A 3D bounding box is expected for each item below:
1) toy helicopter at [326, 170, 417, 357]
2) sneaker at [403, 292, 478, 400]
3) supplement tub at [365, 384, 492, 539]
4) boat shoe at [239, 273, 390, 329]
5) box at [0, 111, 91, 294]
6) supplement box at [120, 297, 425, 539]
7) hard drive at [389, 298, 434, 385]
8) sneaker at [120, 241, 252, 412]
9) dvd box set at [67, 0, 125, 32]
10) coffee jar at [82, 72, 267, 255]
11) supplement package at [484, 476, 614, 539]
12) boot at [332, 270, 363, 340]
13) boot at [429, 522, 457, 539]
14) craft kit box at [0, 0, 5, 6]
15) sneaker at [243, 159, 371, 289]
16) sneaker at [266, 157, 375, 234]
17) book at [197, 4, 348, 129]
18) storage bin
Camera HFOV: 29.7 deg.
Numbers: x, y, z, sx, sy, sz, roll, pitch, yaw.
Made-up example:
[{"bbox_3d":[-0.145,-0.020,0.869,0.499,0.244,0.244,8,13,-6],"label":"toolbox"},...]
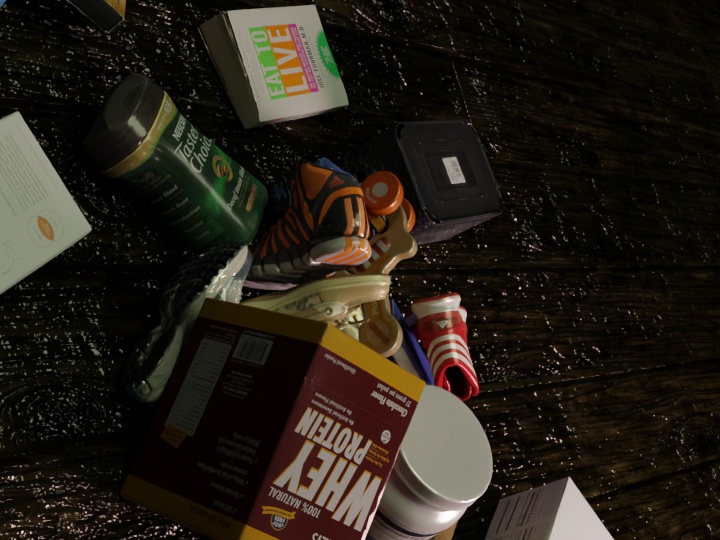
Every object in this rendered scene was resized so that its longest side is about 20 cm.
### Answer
[{"bbox_3d":[0.000,0.000,1.461,0.079,0.130,0.203,57,21,-63],"label":"toy helicopter"},{"bbox_3d":[0.095,0.099,1.578,0.200,0.077,0.117,48,32,-76],"label":"sneaker"},{"bbox_3d":[0.024,0.215,1.364,0.139,0.200,0.142,24,46,-27],"label":"supplement tub"},{"bbox_3d":[-0.060,0.049,1.401,0.073,0.197,0.064,47,28,-84],"label":"boat shoe"},{"bbox_3d":[-0.341,-0.030,1.135,0.125,0.097,0.200,59,34,-9],"label":"box"},{"bbox_3d":[-0.080,0.153,1.225,0.132,0.196,0.202,32,75,-38],"label":"supplement box"},{"bbox_3d":[0.077,0.136,1.602,0.202,0.025,0.132,60,5,-7],"label":"hard drive"},{"bbox_3d":[-0.159,0.060,1.339,0.087,0.077,0.201,51,55,-32],"label":"sneaker"},{"bbox_3d":[-0.299,-0.350,1.402,0.146,0.029,0.202,40,27,-33],"label":"dvd box set"},{"bbox_3d":[-0.190,-0.104,1.391,0.200,0.085,0.105,43,40,-28],"label":"coffee jar"},{"bbox_3d":[0.245,0.386,1.648,0.201,0.110,0.156,54,36,-16],"label":"supplement package"},{"bbox_3d":[-0.048,0.083,1.482,0.155,0.072,0.203,-17,86,-54],"label":"boot"},{"bbox_3d":[0.081,0.332,1.504,0.176,0.066,0.201,52,35,-21],"label":"boot"},{"bbox_3d":[-0.418,-0.300,1.248,0.198,0.048,0.201,50,37,-25],"label":"craft kit box"},{"bbox_3d":[-0.062,-0.048,1.418,0.077,0.198,0.114,13,68,-45],"label":"sneaker"},{"bbox_3d":[-0.044,-0.076,1.592,0.200,0.077,0.071,40,34,-65],"label":"sneaker"},{"bbox_3d":[-0.098,-0.247,1.642,0.199,0.048,0.135,-23,93,-57],"label":"book"},{"bbox_3d":[0.085,-0.113,1.755,0.199,0.093,0.137,-11,78,-54],"label":"storage bin"}]
